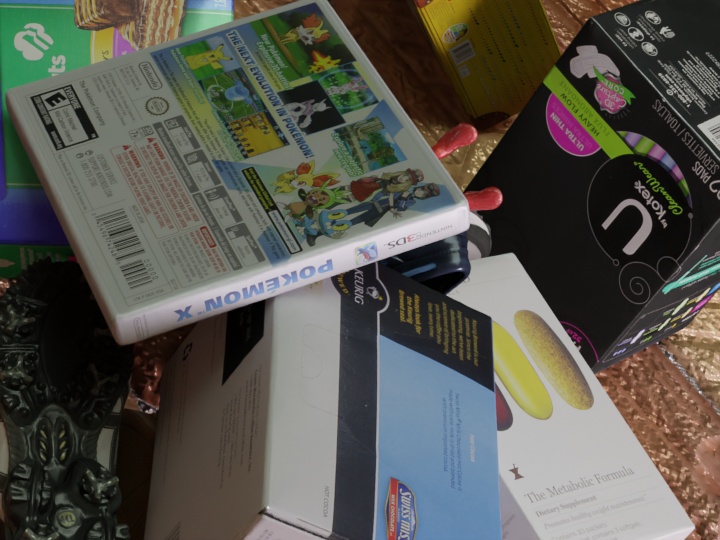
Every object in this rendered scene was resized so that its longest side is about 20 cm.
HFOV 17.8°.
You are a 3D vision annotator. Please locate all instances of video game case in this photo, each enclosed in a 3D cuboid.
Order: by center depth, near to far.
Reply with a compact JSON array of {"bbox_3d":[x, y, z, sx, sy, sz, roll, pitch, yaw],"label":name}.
[{"bbox_3d":[-0.067,-0.057,1.162,0.182,0.022,0.200,-19,43,-13],"label":"video game case"}]

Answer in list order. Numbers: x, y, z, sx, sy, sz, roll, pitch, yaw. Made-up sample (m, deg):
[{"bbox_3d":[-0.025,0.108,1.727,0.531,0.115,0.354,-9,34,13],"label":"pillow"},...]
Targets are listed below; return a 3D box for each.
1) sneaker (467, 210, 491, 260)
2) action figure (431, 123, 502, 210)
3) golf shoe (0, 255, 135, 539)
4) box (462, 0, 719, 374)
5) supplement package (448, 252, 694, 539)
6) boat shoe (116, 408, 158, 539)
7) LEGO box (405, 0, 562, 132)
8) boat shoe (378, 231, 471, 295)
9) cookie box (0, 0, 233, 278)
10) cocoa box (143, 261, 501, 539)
[{"bbox_3d":[0.000,0.000,1.399,0.200,0.074,0.079,-7,78,-40],"label":"sneaker"},{"bbox_3d":[0.015,-0.034,1.315,0.200,0.099,0.065,-27,95,-37],"label":"action figure"},{"bbox_3d":[-0.159,0.088,1.180,0.078,0.095,0.200,8,55,-12],"label":"golf shoe"},{"bbox_3d":[0.176,-0.056,1.459,0.124,0.200,0.149,-23,67,-43],"label":"box"},{"bbox_3d":[0.073,0.105,1.308,0.114,0.110,0.200,-11,59,-40],"label":"supplement package"},{"bbox_3d":[-0.070,0.156,1.203,0.069,0.074,0.200,-5,55,-52],"label":"boat shoe"},{"bbox_3d":[0.060,-0.208,1.532,0.149,0.077,0.200,64,3,28],"label":"LEGO box"},{"bbox_3d":[-0.016,0.033,1.246,0.084,0.200,0.069,2,51,-37],"label":"boat shoe"},{"bbox_3d":[-0.170,-0.083,1.262,0.200,0.075,0.171,1,71,-5],"label":"cookie box"},{"bbox_3d":[-0.018,0.103,1.127,0.131,0.133,0.200,25,38,-20],"label":"cocoa box"}]
